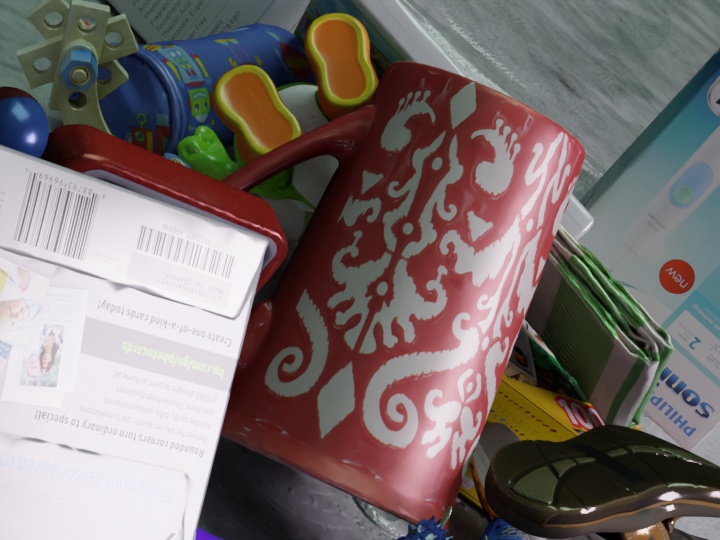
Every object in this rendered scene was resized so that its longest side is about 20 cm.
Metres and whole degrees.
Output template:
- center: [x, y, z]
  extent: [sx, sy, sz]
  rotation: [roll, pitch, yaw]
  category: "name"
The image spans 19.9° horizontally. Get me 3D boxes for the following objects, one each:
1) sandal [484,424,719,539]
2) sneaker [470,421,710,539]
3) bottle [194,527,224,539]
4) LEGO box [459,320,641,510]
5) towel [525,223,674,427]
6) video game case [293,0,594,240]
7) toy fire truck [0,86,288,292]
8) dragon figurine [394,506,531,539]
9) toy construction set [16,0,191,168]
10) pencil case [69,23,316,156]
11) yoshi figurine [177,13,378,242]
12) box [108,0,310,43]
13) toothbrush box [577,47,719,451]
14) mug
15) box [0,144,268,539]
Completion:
- center: [0.131, 0.121, 1.038]
  extent: [0.081, 0.055, 0.199]
  rotation: [31, 21, 36]
  category: "sandal"
- center: [0.137, 0.154, 1.105]
  extent: [0.201, 0.092, 0.076]
  rotation: [53, -5, 16]
  category: "sneaker"
- center: [-0.015, 0.172, 0.877]
  extent: [0.199, 0.065, 0.084]
  rotation: [35, 25, -17]
  category: "bottle"
- center: [0.067, 0.057, 1.207]
  extent: [0.199, 0.077, 0.149]
  rotation: [36, 23, -14]
  category: "LEGO box"
- center: [0.089, -0.003, 1.125]
  extent: [0.200, 0.023, 0.153]
  rotation: [48, -13, 15]
  category: "towel"
- center: [0.042, -0.086, 1.193]
  extent: [0.200, 0.022, 0.182]
  rotation: [48, -9, -2]
  category: "video game case"
- center: [-0.148, 0.004, 0.826]
  extent: [0.199, 0.168, 0.113]
  rotation: [24, 28, -37]
  category: "toy fire truck"
- center: [0.067, 0.160, 0.990]
  extent: [0.199, 0.100, 0.059]
  rotation: [9, 39, -53]
  category: "dragon figurine"
- center: [-0.143, -0.047, 1.045]
  extent: [0.131, 0.092, 0.201]
  rotation: [31, 35, -24]
  category: "toy construction set"
- center: [-0.099, -0.102, 1.219]
  extent: [0.200, 0.086, 0.079]
  rotation: [-22, 104, -65]
  category: "pencil case"
- center: [-0.036, -0.079, 1.133]
  extent: [0.111, 0.113, 0.200]
  rotation: [17, -17, 7]
  category: "yoshi figurine"
- center: [-0.050, -0.236, 1.382]
  extent: [0.131, 0.200, 0.199]
  rotation: [46, 23, 10]
  category: "box"
- center: [0.210, -0.019, 1.214]
  extent: [0.146, 0.200, 0.085]
  rotation: [42, 23, -1]
  category: "toothbrush box"
- center: [0.009, 0.003, 0.987]
  extent: [0.177, 0.201, 0.133]
  rotation: [30, -7, -40]
  category: "mug"
- center: [-0.122, 0.065, 0.745]
  extent: [0.041, 0.202, 0.155]
  rotation: [8, -7, 45]
  category: "box"
